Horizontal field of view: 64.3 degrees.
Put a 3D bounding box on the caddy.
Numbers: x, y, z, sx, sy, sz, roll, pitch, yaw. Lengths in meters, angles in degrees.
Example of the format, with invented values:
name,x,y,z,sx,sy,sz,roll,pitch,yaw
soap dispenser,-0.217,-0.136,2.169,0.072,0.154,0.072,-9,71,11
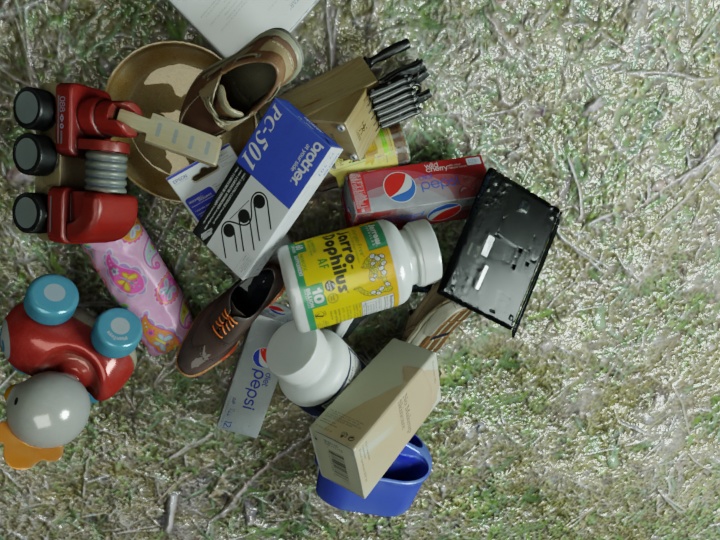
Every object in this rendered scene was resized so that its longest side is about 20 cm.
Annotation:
name,x,y,z,sx,sy,sz,roll,pitch,yaw
caddy,0.015,0.298,0.910,0.196,0.142,0.107,13,112,-13

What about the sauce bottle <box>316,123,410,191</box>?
name,x,y,z,sx,sy,sz,roll,pitch,yaw
sauce bottle,-0.031,-0.145,0.781,0.196,0.065,0.066,-19,112,-2

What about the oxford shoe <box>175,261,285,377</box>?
name,x,y,z,sx,sy,sz,roll,pitch,yaw
oxford shoe,-0.181,0.063,0.773,0.071,0.073,0.201,41,88,0

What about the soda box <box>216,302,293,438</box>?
name,x,y,z,sx,sy,sz,roll,pitch,yaw
soda box,-0.157,0.149,0.873,0.067,0.064,0.203,17,107,-12

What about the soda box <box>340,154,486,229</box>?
name,x,y,z,sx,sy,sz,roll,pitch,yaw
soda box,0.075,-0.102,0.786,0.196,0.070,0.065,-9,70,-12

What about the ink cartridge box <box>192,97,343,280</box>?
name,x,y,z,sx,sy,sz,roll,pitch,yaw
ink cartridge box,-0.117,-0.096,0.703,0.094,0.044,0.201,41,108,9

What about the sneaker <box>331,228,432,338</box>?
name,x,y,z,sx,sy,sz,roll,pitch,yaw
sneaker,0.044,0.031,0.851,0.110,0.073,0.203,24,104,-14

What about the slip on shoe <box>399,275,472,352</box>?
name,x,y,z,sx,sy,sz,roll,pitch,yaw
slip on shoe,0.094,0.086,0.866,0.075,0.061,0.201,-11,150,-33

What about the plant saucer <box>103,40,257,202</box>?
name,x,y,z,sx,sy,sz,roll,pitch,yaw
plant saucer,-0.234,-0.192,0.752,0.196,0.036,0.204,-3,111,-7

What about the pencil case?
name,x,y,z,sx,sy,sz,roll,pitch,yaw
pencil case,-0.306,0.019,0.799,0.086,0.088,0.203,-24,111,2

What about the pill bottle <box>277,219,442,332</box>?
name,x,y,z,sx,sy,sz,roll,pitch,yaw
pill bottle,0.000,0.000,0.739,0.196,0.113,0.115,-15,112,-7

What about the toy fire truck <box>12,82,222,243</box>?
name,x,y,z,sx,sy,sz,roll,pitch,yaw
toy fire truck,-0.280,-0.119,0.668,0.196,0.128,0.180,6,95,21

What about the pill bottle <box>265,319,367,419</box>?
name,x,y,z,sx,sy,sz,roll,pitch,yaw
pill bottle,-0.051,0.154,0.826,0.110,0.112,0.201,-32,138,5

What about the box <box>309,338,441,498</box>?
name,x,y,z,sx,sy,sz,roll,pitch,yaw
box,0.027,0.193,0.783,0.200,0.077,0.097,-41,132,-39

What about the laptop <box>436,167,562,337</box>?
name,x,y,z,sx,sy,sz,roll,pitch,yaw
laptop,0.201,-0.015,0.809,0.197,0.103,0.180,25,86,-18

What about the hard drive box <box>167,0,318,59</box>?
name,x,y,z,sx,sy,sz,roll,pitch,yaw
hard drive box,-0.155,-0.357,0.680,0.156,0.077,0.200,-43,109,9

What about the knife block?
name,x,y,z,sx,sy,sz,roll,pitch,yaw
knife block,-0.011,-0.232,0.751,0.177,0.197,0.064,-61,147,-26

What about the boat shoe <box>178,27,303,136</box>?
name,x,y,z,sx,sy,sz,roll,pitch,yaw
boat shoe,-0.153,-0.205,0.667,0.198,0.072,0.076,-28,118,35

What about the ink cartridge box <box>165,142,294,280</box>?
name,x,y,z,sx,sy,sz,roll,pitch,yaw
ink cartridge box,-0.167,-0.073,0.779,0.093,0.037,0.202,-27,129,2

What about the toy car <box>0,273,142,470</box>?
name,x,y,z,sx,sy,sz,roll,pitch,yaw
toy car,-0.404,0.148,0.736,0.175,0.202,0.184,31,132,-17
